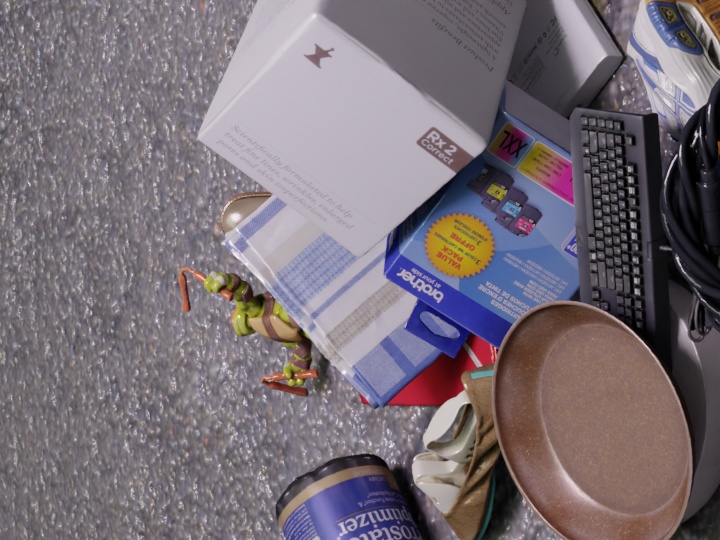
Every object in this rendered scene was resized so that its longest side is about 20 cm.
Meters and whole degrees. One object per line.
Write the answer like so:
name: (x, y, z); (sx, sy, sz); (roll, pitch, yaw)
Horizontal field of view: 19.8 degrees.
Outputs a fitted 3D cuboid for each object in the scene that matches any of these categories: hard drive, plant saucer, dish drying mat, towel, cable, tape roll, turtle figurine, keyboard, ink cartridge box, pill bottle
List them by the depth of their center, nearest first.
cable: (0.283, -0.043, 1.408); (0.163, 0.051, 0.200); (33, 116, 5)
keyboard: (0.206, -0.017, 1.501); (0.127, 0.021, 0.201); (9, 113, 41)
plant saucer: (0.180, 0.116, 1.541); (0.200, 0.037, 0.201); (21, 119, 43)
tape roll: (0.205, 0.101, 1.591); (0.202, 0.037, 0.204); (1, 91, 53)
ink cartridge box: (0.109, -0.026, 1.600); (0.200, 0.136, 0.076); (-54, 11, 25)
hard drive: (0.128, -0.202, 1.693); (0.132, 0.026, 0.201); (-54, 50, 38)
towel: (0.000, 0.000, 1.733); (0.200, 0.147, 0.024); (48, 170, 7)
pill bottle: (0.010, 0.269, 1.788); (0.112, 0.111, 0.201); (-52, 52, 39)
dish drying mat: (0.060, 0.079, 1.795); (0.200, 0.018, 0.077); (-4, 89, 52)
turtle figurine: (-0.060, 0.051, 1.862); (0.161, 0.200, 0.065); (4, 54, 43)

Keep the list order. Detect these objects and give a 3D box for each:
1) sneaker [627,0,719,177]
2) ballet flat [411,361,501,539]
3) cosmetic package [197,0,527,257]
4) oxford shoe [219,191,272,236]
sneaker: (0.258, -0.115, 1.506); (0.088, 0.075, 0.201); (113, 139, -60)
ballet flat: (0.083, 0.149, 1.690); (0.068, 0.072, 0.201); (-103, 21, -43)
cosmetic package: (0.005, -0.158, 1.582); (0.165, 0.165, 0.200); (-41, 20, 40)
oxford shoe: (-0.032, -0.018, 1.781); (0.199, 0.075, 0.071); (18, 102, 8)
